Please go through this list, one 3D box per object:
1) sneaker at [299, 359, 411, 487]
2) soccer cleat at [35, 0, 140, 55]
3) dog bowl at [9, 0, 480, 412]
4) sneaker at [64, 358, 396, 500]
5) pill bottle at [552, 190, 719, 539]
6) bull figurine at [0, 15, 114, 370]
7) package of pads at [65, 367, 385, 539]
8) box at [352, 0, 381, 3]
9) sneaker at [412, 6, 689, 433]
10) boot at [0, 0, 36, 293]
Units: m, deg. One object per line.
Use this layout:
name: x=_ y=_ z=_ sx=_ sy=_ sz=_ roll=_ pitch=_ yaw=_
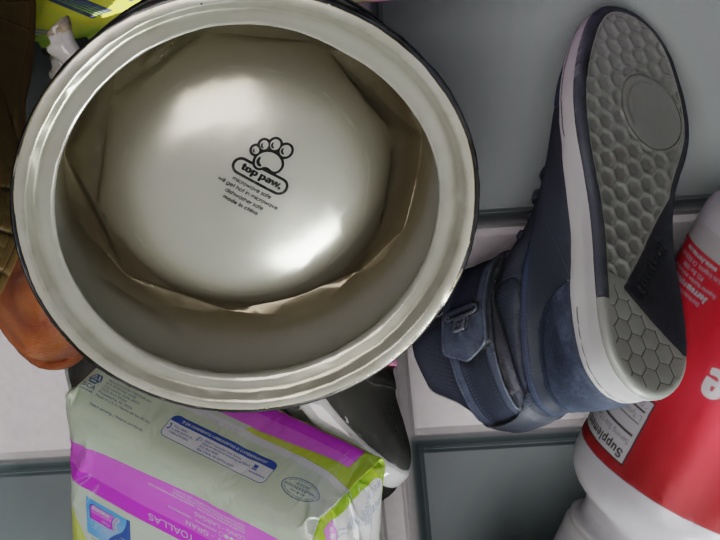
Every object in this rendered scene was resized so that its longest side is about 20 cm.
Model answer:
sneaker: x=0.000 y=0.000 z=1.046 sx=0.099 sy=0.071 sz=0.200 roll=-31 pitch=70 yaw=15
soccer cleat: x=-0.159 y=-0.149 z=1.058 sx=0.200 sy=0.065 sz=0.084 roll=-10 pitch=111 yaw=10
dog bowl: x=-0.051 y=-0.041 z=0.951 sx=0.200 sy=0.074 sz=0.200 roll=-2 pitch=116 yaw=-3
sneaker: x=-0.078 y=0.065 z=1.106 sx=0.200 sy=0.075 sz=0.115 roll=46 pitch=109 yaw=5
pill bottle: x=0.174 y=0.071 z=1.052 sx=0.112 sy=0.112 sz=0.200 roll=26 pitch=105 yaw=0
bull figurine: x=-0.118 y=-0.045 z=1.027 sx=0.121 sy=0.065 sz=0.200 roll=42 pitch=102 yaw=2
package of pads: x=-0.064 y=0.148 z=1.057 sx=0.154 sy=0.068 sz=0.200 roll=24 pitch=133 yaw=24
box: x=0.031 y=-0.220 z=1.007 sx=0.200 sy=0.097 sz=0.176 roll=-6 pitch=103 yaw=8
sneaker: x=0.088 y=-0.020 z=1.058 sx=0.077 sy=0.146 sz=0.203 roll=19 pitch=64 yaw=-31
boot: x=-0.229 y=-0.056 z=0.997 sx=0.154 sy=0.072 sz=0.200 roll=-5 pitch=73 yaw=33
